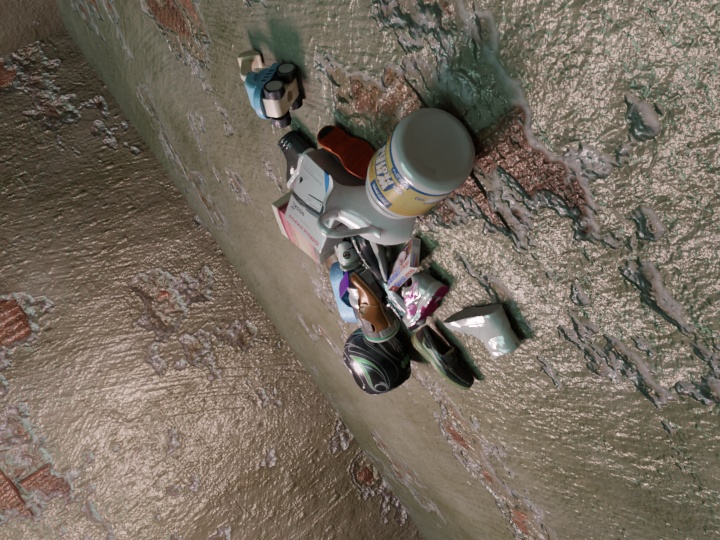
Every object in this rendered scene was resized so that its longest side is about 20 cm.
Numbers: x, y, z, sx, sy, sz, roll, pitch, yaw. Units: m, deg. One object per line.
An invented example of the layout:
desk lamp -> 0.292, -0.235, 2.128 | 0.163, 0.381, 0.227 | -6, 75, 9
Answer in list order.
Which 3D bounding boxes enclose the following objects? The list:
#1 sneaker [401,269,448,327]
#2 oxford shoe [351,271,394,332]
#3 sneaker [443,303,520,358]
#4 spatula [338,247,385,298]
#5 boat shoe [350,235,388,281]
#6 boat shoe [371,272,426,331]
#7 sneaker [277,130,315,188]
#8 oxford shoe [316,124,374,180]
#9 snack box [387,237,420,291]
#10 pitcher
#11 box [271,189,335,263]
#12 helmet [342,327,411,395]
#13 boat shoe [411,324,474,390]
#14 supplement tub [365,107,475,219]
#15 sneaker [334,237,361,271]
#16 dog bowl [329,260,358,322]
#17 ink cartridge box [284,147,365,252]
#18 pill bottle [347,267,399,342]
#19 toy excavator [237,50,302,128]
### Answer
sneaker -> 0.142, 0.063, 1.373 | 0.088, 0.081, 0.201 | 51, 148, 18
oxford shoe -> 0.019, 0.089, 1.494 | 0.201, 0.071, 0.071 | 60, 174, -30
sneaker -> 0.262, 0.141, 1.233 | 0.116, 0.073, 0.200 | 59, 158, -6
spatula -> 0.000, 0.000, 1.508 | 0.020, 0.200, 0.057 | 28, -144, -33
boat shoe -> 0.025, -0.041, 1.390 | 0.201, 0.060, 0.076 | 69, -162, -47
boat shoe -> 0.089, 0.076, 1.498 | 0.200, 0.070, 0.066 | 47, 118, 2
sneaker -> -0.180, -0.301, 1.524 | 0.100, 0.070, 0.200 | 53, 154, 8
oxford shoe -> -0.014, -0.250, 1.256 | 0.200, 0.071, 0.073 | 46, 179, 31
snack box -> 0.102, -0.010, 1.357 | 0.024, 0.073, 0.200 | 9, 161, -9
pitcher -> 0.012, -0.109, 1.175 | 0.198, 0.173, 0.122 | 15, 135, -2
box -> -0.151, -0.135, 1.656 | 0.200, 0.109, 0.129 | 37, 154, 38
helmet -> 0.048, 0.259, 1.730 | 0.192, 0.199, 0.200 | 61, 159, -12
boat shoe -> 0.220, 0.224, 1.464 | 0.200, 0.073, 0.065 | 41, 123, 4
supplement tub -> 0.095, -0.177, 0.993 | 0.145, 0.144, 0.200 | 54, 160, 0
sneaker -> -0.037, -0.067, 1.537 | 0.200, 0.073, 0.089 | -118, 11, -76
dog bowl -> -0.039, 0.062, 1.679 | 0.111, 0.049, 0.202 | -43, -62, -67
ink cartridge box -> -0.087, -0.166, 1.354 | 0.145, 0.084, 0.201 | 44, 134, 19
pill bottle -> 0.034, 0.097, 1.612 | 0.113, 0.113, 0.201 | 28, 147, 49
toy excavator -> -0.232, -0.444, 1.335 | 0.198, 0.196, 0.100 | 15, 146, 16
